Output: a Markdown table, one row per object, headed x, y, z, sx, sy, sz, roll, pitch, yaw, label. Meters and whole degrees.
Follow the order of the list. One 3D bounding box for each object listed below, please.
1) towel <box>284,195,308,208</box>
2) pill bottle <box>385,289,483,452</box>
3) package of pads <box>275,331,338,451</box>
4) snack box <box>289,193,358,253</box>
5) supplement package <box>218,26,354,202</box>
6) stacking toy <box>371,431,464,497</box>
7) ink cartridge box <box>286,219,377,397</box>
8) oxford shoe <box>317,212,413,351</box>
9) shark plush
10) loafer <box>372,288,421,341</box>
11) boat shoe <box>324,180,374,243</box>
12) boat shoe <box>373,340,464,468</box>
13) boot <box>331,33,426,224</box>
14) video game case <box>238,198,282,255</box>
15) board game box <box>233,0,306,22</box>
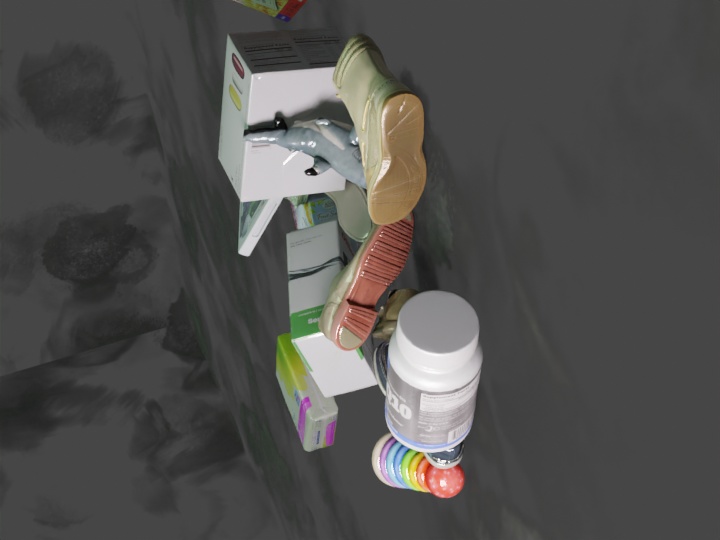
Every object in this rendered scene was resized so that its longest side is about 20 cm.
| x | y | z | sx | sy | sz | roll | pitch | yaw | label |
| --- | --- | --- | --- | --- | --- | --- | --- | --- | --- |
| -0.098 | -0.180 | 1.981 | 0.200 | 0.023 | 0.153 | -146 | 72 | -71 | towel |
| 0.088 | 0.121 | 1.555 | 0.200 | 0.114 | 0.114 | 91 | 157 | -50 | pill bottle |
| -0.106 | 0.237 | 2.525 | 0.155 | 0.068 | 0.200 | 99 | 152 | -57 | package of pads |
| -0.049 | -0.032 | 1.999 | 0.169 | 0.068 | 0.200 | -139 | 34 | -69 | snack box |
| -0.099 | -0.211 | 1.744 | 0.111 | 0.155 | 0.200 | -121 | 31 | -46 | supplement package |
| 0.091 | 0.278 | 1.824 | 0.200 | 0.085 | 0.086 | 2 | 108 | 68 | stacking toy |
| -0.040 | 0.051 | 1.807 | 0.147 | 0.083 | 0.200 | 62 | -163 | -48 | ink cartridge box |
| 0.000 | 0.000 | 1.655 | 0.071 | 0.200 | 0.074 | 28 | 180 | -40 | oxford shoe |
| -0.049 | -0.156 | 1.657 | 0.091 | 0.200 | 0.083 | 138 | 147 | -63 | shark plush |
| 0.062 | 0.064 | 1.693 | 0.200 | 0.076 | 0.068 | 142 | 146 | -82 | loafer |
| -0.008 | -0.102 | 1.823 | 0.067 | 0.057 | 0.200 | -59 | 40 | 20 | boat shoe |
| 0.077 | 0.171 | 1.734 | 0.062 | 0.075 | 0.200 | 95 | 153 | -59 | boat shoe |
| 0.018 | -0.171 | 1.577 | 0.200 | 0.073 | 0.156 | 90 | 158 | -43 | boot |
| -0.151 | -0.153 | 2.042 | 0.182 | 0.023 | 0.200 | 125 | 153 | -43 | video game case |
| -0.172 | -0.418 | 1.795 | 0.151 | 0.200 | 0.046 | 170 | 119 | -76 | board game box |
